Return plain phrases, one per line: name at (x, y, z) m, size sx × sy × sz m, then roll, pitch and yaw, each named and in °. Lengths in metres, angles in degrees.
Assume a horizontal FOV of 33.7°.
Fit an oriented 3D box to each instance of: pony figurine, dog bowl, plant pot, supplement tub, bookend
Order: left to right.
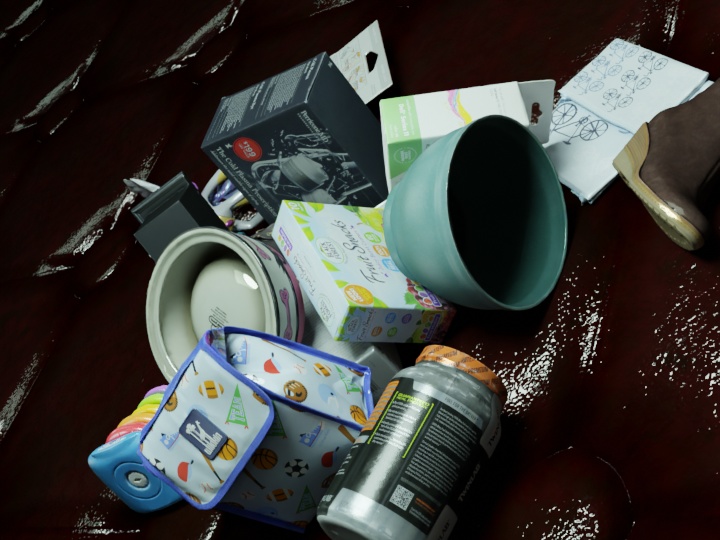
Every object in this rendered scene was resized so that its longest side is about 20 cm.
bookend at (-0.209, 0.003, 1.485) m, size 0.092 × 0.199 × 0.200 m, roll -34°, pitch 15°, yaw 11°
pony figurine at (-0.229, -0.079, 1.716) m, size 0.192 × 0.168 × 0.200 m, roll 15°, pitch 48°, yaw 44°
dog bowl at (-0.146, 0.050, 1.330) m, size 0.198 × 0.073 × 0.203 m, roll 3°, pitch 96°, yaw 35°
supplement tub at (0.054, 0.179, 1.127) m, size 0.122 × 0.123 × 0.201 m, roll 6°, pitch 57°, yaw 49°
plant pot at (0.109, -0.052, 1.265) m, size 0.133 × 0.200 × 0.202 m, roll -10°, pitch 45°, yaw 45°

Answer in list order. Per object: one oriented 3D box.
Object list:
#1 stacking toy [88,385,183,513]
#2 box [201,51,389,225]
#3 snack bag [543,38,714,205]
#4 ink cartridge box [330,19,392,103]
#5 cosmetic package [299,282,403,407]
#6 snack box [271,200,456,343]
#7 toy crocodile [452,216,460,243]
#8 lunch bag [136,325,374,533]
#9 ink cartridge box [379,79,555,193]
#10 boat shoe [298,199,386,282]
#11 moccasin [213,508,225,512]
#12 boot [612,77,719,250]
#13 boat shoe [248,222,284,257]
stacking toy at (-0.240, 0.187, 1.467) m, size 0.115 × 0.110 × 0.201 m, roll -25°, pitch 26°, yaw 29°
box at (-0.072, -0.154, 1.562) m, size 0.181 × 0.200 × 0.105 m, roll -19°, pitch 38°, yaw 33°
snack bag at (0.282, -0.179, 1.380) m, size 0.200 × 0.021 × 0.189 m, roll -43°, pitch 33°, yaw 0°
ink cartridge box at (-0.023, -0.264, 1.776) m, size 0.175 × 0.045 × 0.201 m, roll -32°, pitch 35°, yaw 18°
cosmetic package at (-0.022, 0.079, 1.366) m, size 0.101 × 0.071 × 0.201 m, roll -36°, pitch 34°, yaw 13°
snack box at (0.000, 0.000, 1.333) m, size 0.200 × 0.141 × 0.053 m, roll 56°, pitch 134°, yaw 45°
toy crocodile at (0.105, -0.065, 1.414) m, size 0.067 × 0.062 × 0.202 m, roll -16°, pitch 46°, yaw 34°
lunch bag at (-0.107, 0.159, 1.206) m, size 0.171 × 0.198 × 0.124 m, roll -55°, pitch 25°, yaw 26°
ink cartridge box at (0.125, -0.143, 1.342) m, size 0.197 × 0.118 × 0.068 m, roll -8°, pitch 55°, yaw 0°
boat shoe at (-0.014, -0.025, 1.477) m, size 0.200 × 0.068 × 0.075 m, roll -47°, pitch 33°, yaw -6°
moccasin at (-0.129, 0.180, 1.368) m, size 0.077 × 0.074 × 0.203 m, roll -11°, pitch 39°, yaw 18°
boot at (0.349, -0.120, 1.195) m, size 0.166 × 0.072 × 0.201 m, roll -38°, pitch 30°, yaw 12°
boat shoe at (-0.112, -0.030, 1.510) m, size 0.073 × 0.074 × 0.200 m, roll -49°, pitch 2°, yaw 7°
